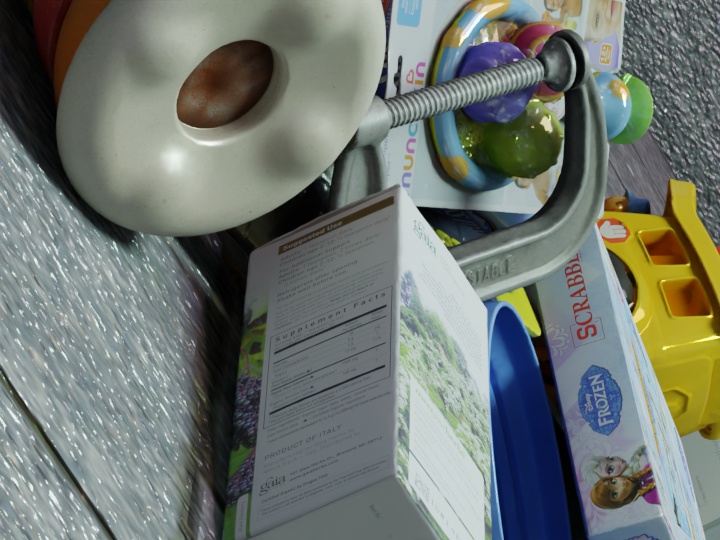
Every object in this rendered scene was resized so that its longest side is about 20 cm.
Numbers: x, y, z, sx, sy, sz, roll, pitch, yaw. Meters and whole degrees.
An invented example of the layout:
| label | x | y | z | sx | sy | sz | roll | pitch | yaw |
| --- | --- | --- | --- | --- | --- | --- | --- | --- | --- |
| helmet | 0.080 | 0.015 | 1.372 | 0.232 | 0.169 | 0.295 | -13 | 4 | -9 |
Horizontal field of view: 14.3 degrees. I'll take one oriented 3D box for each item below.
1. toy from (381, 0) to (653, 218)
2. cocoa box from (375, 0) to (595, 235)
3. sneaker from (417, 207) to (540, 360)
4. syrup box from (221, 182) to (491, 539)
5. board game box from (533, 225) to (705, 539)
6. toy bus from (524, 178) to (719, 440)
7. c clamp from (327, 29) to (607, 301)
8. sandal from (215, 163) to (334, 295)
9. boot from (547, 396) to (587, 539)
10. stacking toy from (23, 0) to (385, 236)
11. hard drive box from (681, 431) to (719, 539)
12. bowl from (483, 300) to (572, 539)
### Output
| label | x | y | z | sx | sy | sz | roll | pitch | yaw |
| --- | --- | --- | --- | --- | --- | --- | --- | --- | --- |
| toy | 0.083 | -0.084 | 1.375 | 0.200 | 0.047 | 0.115 | 2 | 96 | -56 |
| cocoa box | 0.027 | -0.104 | 1.469 | 0.200 | 0.131 | 0.134 | 40 | 66 | -63 |
| sneaker | 0.000 | 0.000 | 1.392 | 0.200 | 0.082 | 0.074 | 35 | 27 | -34 |
| syrup box | 0.001 | 0.061 | 1.177 | 0.079 | 0.081 | 0.200 | 56 | 20 | -30 |
| board game box | 0.142 | 0.110 | 1.471 | 0.200 | 0.041 | 0.200 | 64 | 13 | -45 |
| toy bus | 0.161 | 0.007 | 1.686 | 0.136 | 0.192 | 0.200 | 92 | -18 | -49 |
| c clamp | 0.045 | -0.057 | 1.289 | 0.200 | 0.027 | 0.171 | -12 | 113 | -41 |
| sandal | -0.037 | -0.012 | 1.291 | 0.055 | 0.082 | 0.200 | 11 | -37 | 52 |
| boot | 0.080 | 0.085 | 1.557 | 0.200 | 0.072 | 0.144 | 63 | 7 | 8 |
| stacking toy | -0.093 | -0.123 | 1.198 | 0.200 | 0.146 | 0.146 | 51 | 2 | 40 |
| hard drive box | 0.219 | 0.116 | 1.747 | 0.077 | 0.200 | 0.156 | 53 | 15 | -40 |
| bowl | 0.064 | 0.116 | 1.347 | 0.201 | 0.039 | 0.201 | -9 | 90 | -77 |
